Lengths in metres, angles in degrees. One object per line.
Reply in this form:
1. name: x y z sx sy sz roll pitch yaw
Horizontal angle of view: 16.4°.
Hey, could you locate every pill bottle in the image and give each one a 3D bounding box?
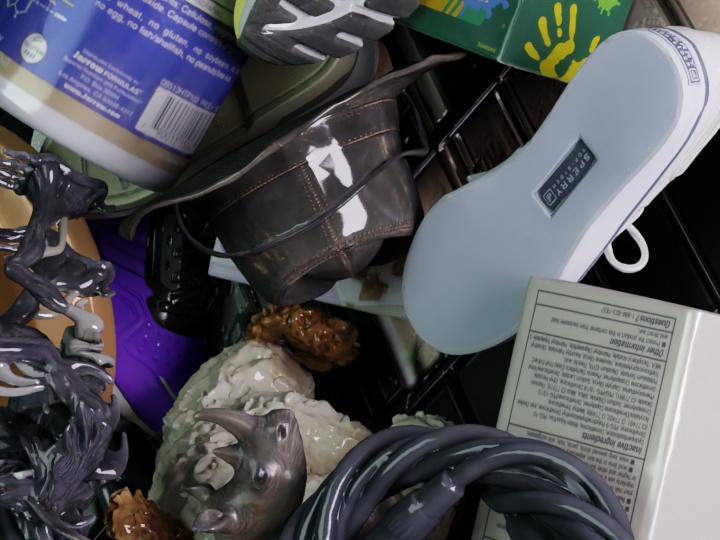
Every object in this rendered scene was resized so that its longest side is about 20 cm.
1. pill bottle: -0.094 -0.151 1.209 0.120 0.119 0.201 34 95 48

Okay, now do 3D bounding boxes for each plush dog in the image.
1. plush dog: -0.057 0.109 1.216 0.201 0.160 0.172 -59 20 21

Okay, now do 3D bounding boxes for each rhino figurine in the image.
1. rhino figurine: -0.013 0.134 1.104 0.087 0.200 0.060 -35 24 8

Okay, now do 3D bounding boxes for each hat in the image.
1. hat: -0.017 -0.032 1.160 0.200 0.200 0.081 -27 94 43

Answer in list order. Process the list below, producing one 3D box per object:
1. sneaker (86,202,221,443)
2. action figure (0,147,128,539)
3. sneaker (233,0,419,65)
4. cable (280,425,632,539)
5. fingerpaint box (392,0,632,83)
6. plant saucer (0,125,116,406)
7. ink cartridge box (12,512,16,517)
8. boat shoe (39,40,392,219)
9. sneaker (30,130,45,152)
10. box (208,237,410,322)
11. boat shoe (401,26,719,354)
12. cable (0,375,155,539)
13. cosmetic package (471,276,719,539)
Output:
1. sneaker: -0.105 -0.009 1.345 0.099 0.069 0.201 -28 65 25
2. action figure: -0.156 0.049 1.134 0.119 0.101 0.201 101 169 -49
3. sneaker: 0.002 -0.185 1.148 0.200 0.078 0.090 -53 45 13
4. cable: 0.048 0.145 0.996 0.199 0.051 0.164 3 75 41
5. fingerpaint box: 0.054 -0.195 1.199 0.200 0.073 0.168 28 102 49
6. plant saucer: -0.208 0.019 1.341 0.199 0.037 0.202 19 117 41
7. ink cartridge box: -0.212 0.143 1.369 0.199 0.147 0.076 -23 63 43
8. boat shoe: -0.074 -0.073 1.288 0.199 0.068 0.075 -21 66 26
9. sneaker: -0.191 -0.006 1.430 0.077 0.085 0.202 3 83 49
10. box: 0.000 0.000 1.240 0.199 0.041 0.039 12 89 49
11. boat shoe: 0.100 -0.037 1.104 0.075 0.086 0.202 55 130 21
12. cable: -0.136 0.147 1.228 0.050 0.164 0.201 -17 39 13
13. cosmetic package: 0.110 0.112 1.045 0.103 0.087 0.201 14 90 48
